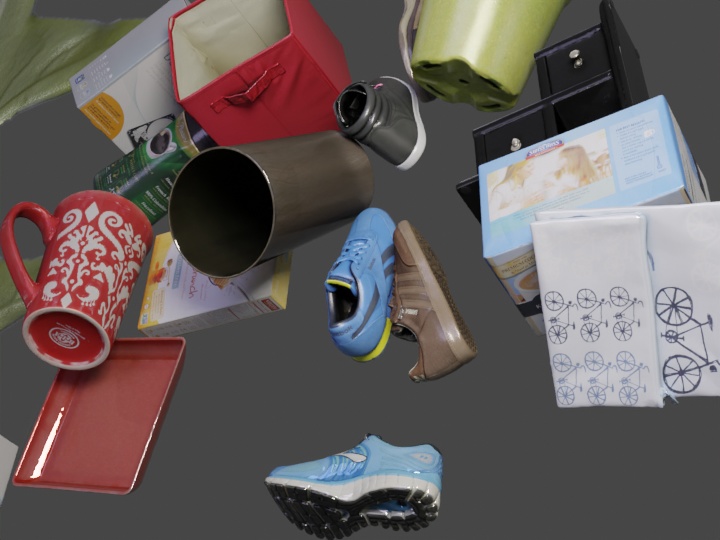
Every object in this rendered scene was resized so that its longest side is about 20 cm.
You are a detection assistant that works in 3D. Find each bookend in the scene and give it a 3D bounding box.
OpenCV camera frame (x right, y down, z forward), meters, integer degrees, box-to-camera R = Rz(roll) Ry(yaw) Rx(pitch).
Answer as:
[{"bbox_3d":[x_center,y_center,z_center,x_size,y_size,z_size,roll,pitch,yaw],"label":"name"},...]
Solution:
[{"bbox_3d":[0.206,-0.163,1.287,0.198,0.092,0.201,-21,43,23],"label":"bookend"}]

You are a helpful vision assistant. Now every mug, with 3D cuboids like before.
[{"bbox_3d":[-0.363,0.013,1.494,0.176,0.134,0.201,7,43,-2],"label":"mug"}]

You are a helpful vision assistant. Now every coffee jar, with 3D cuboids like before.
[{"bbox_3d":[-0.256,-0.136,1.605,0.199,0.085,0.105,-33,42,11],"label":"coffee jar"}]

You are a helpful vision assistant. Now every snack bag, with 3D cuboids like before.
[{"bbox_3d":[0.257,0.034,1.062,0.198,0.190,0.021,-2,16,25],"label":"snack bag"}]

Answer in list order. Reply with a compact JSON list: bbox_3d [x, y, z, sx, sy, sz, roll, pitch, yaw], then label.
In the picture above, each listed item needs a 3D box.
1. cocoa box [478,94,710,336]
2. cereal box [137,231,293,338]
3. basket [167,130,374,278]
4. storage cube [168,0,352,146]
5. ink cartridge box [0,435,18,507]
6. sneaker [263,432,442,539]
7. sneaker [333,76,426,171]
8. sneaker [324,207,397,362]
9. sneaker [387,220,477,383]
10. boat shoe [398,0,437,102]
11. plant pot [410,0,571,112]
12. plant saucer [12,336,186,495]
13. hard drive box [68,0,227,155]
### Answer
[{"bbox_3d":[0.229,-0.051,1.160,0.199,0.131,0.134,-20,43,22],"label":"cocoa box"},{"bbox_3d":[-0.175,0.000,1.479,0.199,0.040,0.145,-15,51,26],"label":"cereal box"},{"bbox_3d":[-0.088,-0.086,1.355,0.180,0.199,0.137,-29,85,44],"label":"basket"},{"bbox_3d":[-0.122,-0.251,1.531,0.170,0.180,0.201,-28,47,15],"label":"storage cube"},{"bbox_3d":[-0.536,0.279,1.448,0.146,0.146,0.201,-13,51,27],"label":"ink cartridge box"},{"bbox_3d":[-0.002,0.209,1.194,0.199,0.079,0.090,-6,36,28],"label":"sneaker"},{"bbox_3d":[0.014,-0.201,1.435,0.071,0.099,0.201,-47,29,19],"label":"sneaker"},{"bbox_3d":[0.000,0.000,1.330,0.066,0.078,0.201,-15,50,28],"label":"sneaker"},{"bbox_3d":[0.056,0.030,1.273,0.075,0.070,0.201,-32,45,12],"label":"sneaker"},{"bbox_3d":[0.092,-0.300,1.491,0.073,0.075,0.201,-11,58,21],"label":"boat shoe"},{"bbox_3d":[0.145,-0.292,1.383,0.199,0.200,0.186,10,75,39],"label":"plant pot"},{"bbox_3d":[-0.304,0.176,1.441,0.199,0.037,0.201,-4,57,34],"label":"plant saucer"},{"bbox_3d":[-0.272,-0.255,1.657,0.199,0.156,0.077,-36,45,8],"label":"hard drive box"}]
